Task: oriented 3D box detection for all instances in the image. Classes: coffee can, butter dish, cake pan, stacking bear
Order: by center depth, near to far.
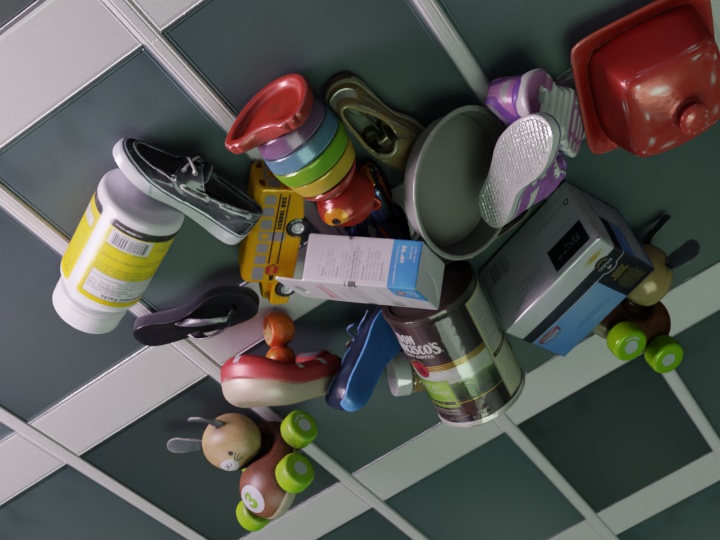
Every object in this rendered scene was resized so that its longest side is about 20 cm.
[{"bbox_3d":[-0.054,-0.133,1.348,0.121,0.114,0.200,-19,128,30],"label":"stacking bear"},{"bbox_3d":[0.391,-0.226,1.386,0.198,0.148,0.200,-26,135,-1],"label":"butter dish"},{"bbox_3d":[0.128,-0.116,1.424,0.199,0.037,0.203,-13,110,-41],"label":"cake pan"},{"bbox_3d":[0.138,0.105,1.585,0.145,0.147,0.201,-26,116,8],"label":"coffee can"}]

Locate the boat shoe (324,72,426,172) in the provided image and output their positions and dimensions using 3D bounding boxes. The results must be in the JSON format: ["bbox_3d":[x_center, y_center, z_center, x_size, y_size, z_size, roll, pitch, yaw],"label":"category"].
[{"bbox_3d":[0.032,-0.167,1.388,0.199,0.077,0.072,29,118,-36],"label":"boat shoe"}]

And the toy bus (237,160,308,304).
[{"bbox_3d":[-0.118,-0.047,1.461,0.077,0.065,0.201,0,132,-16],"label":"toy bus"}]

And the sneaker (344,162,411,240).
[{"bbox_3d":[0.020,-0.063,1.496,0.078,0.076,0.201,-15,130,15],"label":"sneaker"}]

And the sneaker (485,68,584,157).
[{"bbox_3d":[0.228,-0.207,1.419,0.088,0.081,0.199,6,170,36],"label":"sneaker"}]

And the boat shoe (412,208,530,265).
[{"bbox_3d":[0.152,-0.056,1.539,0.201,0.061,0.072,-36,132,17],"label":"boat shoe"}]

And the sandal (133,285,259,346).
[{"bbox_3d":[-0.226,0.075,1.529,0.198,0.043,0.076,-20,141,19],"label":"sandal"}]

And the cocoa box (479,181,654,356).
[{"bbox_3d":[0.298,0.001,1.584,0.130,0.134,0.200,22,122,-33],"label":"cocoa box"}]

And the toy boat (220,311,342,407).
[{"bbox_3d":[-0.118,0.127,1.590,0.129,0.132,0.199,-9,179,35],"label":"toy boat"}]

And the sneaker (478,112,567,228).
[{"bbox_3d":[0.225,-0.144,1.378,0.114,0.073,0.201,-27,162,-27],"label":"sneaker"}]

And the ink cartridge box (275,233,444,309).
[{"bbox_3d":[0.000,0.000,1.441,0.198,0.068,0.116,5,167,20],"label":"ink cartridge box"}]

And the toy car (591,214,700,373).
[{"bbox_3d":[0.433,0.020,1.640,0.157,0.165,0.201,18,112,-30],"label":"toy car"}]

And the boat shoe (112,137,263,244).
[{"bbox_3d":[-0.209,-0.111,1.348,0.199,0.072,0.068,37,122,-19],"label":"boat shoe"}]

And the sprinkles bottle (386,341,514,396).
[{"bbox_3d":[0.143,0.152,1.723,0.198,0.069,0.069,-7,134,-11],"label":"sprinkles bottle"}]

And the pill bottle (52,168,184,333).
[{"bbox_3d":[-0.314,-0.021,1.391,0.113,0.115,0.201,17,125,-29],"label":"pill bottle"}]

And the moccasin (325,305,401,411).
[{"bbox_3d":[0.003,0.116,1.592,0.068,0.200,0.081,-10,124,45],"label":"moccasin"}]

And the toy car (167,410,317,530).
[{"bbox_3d":[-0.193,0.286,1.690,0.199,0.159,0.164,25,132,-21],"label":"toy car"}]
